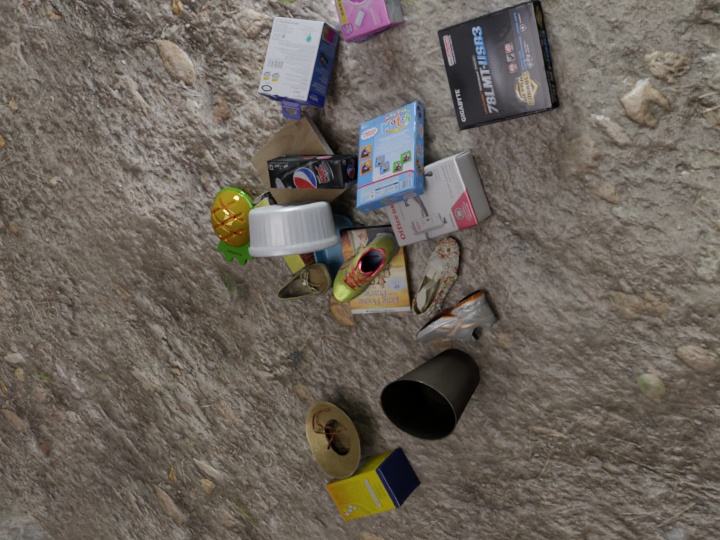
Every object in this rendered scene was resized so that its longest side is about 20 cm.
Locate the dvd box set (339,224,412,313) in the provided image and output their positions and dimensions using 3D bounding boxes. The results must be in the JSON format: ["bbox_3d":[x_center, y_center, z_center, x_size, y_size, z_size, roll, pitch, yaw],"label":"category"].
[{"bbox_3d":[0.036,-0.002,1.682,0.145,0.029,0.201,-3,107,15],"label":"dvd box set"}]

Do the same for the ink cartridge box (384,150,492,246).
[{"bbox_3d":[0.153,-0.145,1.541,0.199,0.083,0.147,-16,99,37],"label":"ink cartridge box"}]

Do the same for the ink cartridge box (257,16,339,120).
[{"bbox_3d":[-0.137,-0.431,1.594,0.136,0.076,0.201,17,95,29],"label":"ink cartridge box"}]

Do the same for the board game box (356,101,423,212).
[{"bbox_3d":[0.061,-0.233,1.531,0.151,0.037,0.201,-14,64,37],"label":"board game box"}]

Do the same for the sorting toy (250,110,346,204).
[{"bbox_3d":[-0.125,-0.232,1.703,0.200,0.070,0.199,-34,87,37],"label":"sorting toy"}]

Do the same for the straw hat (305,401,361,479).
[{"bbox_3d":[-0.045,0.420,1.890,0.200,0.085,0.203,7,101,42],"label":"straw hat"}]

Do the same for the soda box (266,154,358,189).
[{"bbox_3d":[-0.104,-0.215,1.607,0.199,0.071,0.064,5,111,32],"label":"soda box"}]

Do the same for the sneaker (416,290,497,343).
[{"bbox_3d":[0.209,0.128,1.616,0.200,0.076,0.092,-34,92,39],"label":"sneaker"}]

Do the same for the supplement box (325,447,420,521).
[{"bbox_3d":[0.030,0.542,1.870,0.200,0.109,0.110,-29,91,38],"label":"supplement box"}]

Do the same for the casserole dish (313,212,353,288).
[{"bbox_3d":[-0.053,-0.047,1.745,0.121,0.039,0.201,-4,105,35],"label":"casserole dish"}]

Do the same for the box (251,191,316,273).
[{"bbox_3d":[-0.178,-0.097,1.789,0.050,0.075,0.201,-30,89,37],"label":"box"}]

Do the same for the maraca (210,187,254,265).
[{"bbox_3d":[-0.314,-0.110,1.854,0.136,0.107,0.201,15,116,28],"label":"maraca"}]

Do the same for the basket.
[{"bbox_3d":[0.168,0.260,1.611,0.179,0.200,0.137,9,112,30],"label":"basket"}]

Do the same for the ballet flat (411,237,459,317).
[{"bbox_3d":[0.162,0.024,1.609,0.075,0.064,0.201,33,123,31],"label":"ballet flat"}]

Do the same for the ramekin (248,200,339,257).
[{"bbox_3d":[-0.149,-0.094,1.611,0.199,0.200,0.098,0,102,34],"label":"ramekin"}]

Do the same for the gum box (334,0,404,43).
[{"bbox_3d":[0.006,-0.568,1.488,0.113,0.066,0.201,-8,103,35],"label":"gum box"}]

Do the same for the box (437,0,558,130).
[{"bbox_3d":[0.259,-0.384,1.402,0.198,0.050,0.201,-6,104,34],"label":"box"}]

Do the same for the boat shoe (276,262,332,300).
[{"bbox_3d":[-0.135,0.034,1.782,0.200,0.063,0.074,-19,95,56],"label":"boat shoe"}]

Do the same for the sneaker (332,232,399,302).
[{"bbox_3d":[0.000,0.000,1.626,0.078,0.090,0.200,40,114,-1],"label":"sneaker"}]
